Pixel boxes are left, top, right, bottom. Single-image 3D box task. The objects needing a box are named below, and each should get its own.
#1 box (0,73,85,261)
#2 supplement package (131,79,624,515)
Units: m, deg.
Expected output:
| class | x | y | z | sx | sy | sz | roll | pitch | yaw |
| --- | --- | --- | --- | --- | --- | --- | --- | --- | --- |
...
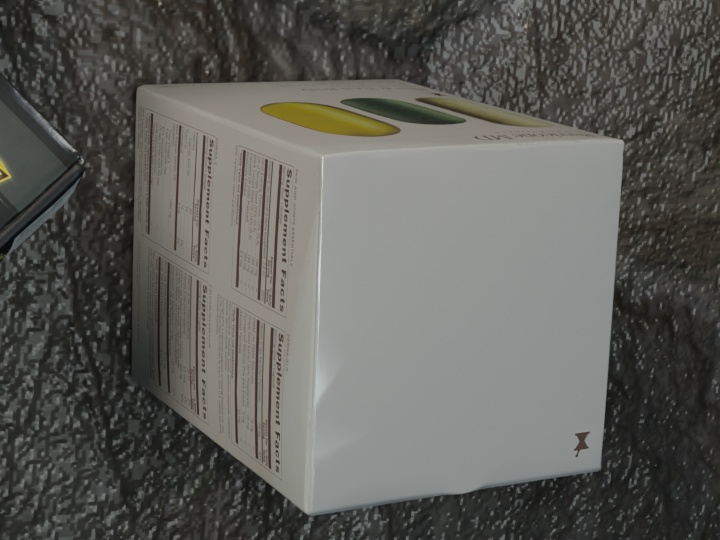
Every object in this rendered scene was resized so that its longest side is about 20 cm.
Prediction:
| class | x | y | z | sx | sy | sz | roll | pitch | yaw |
| --- | --- | --- | --- | --- | --- | --- | --- | --- | --- |
| box | -0.233 | -0.056 | 0.713 | 0.200 | 0.046 | 0.159 | 46 | 64 | 0 |
| supplement package | 0.000 | 0.000 | 0.832 | 0.150 | 0.200 | 0.152 | -5 | 105 | -28 |
